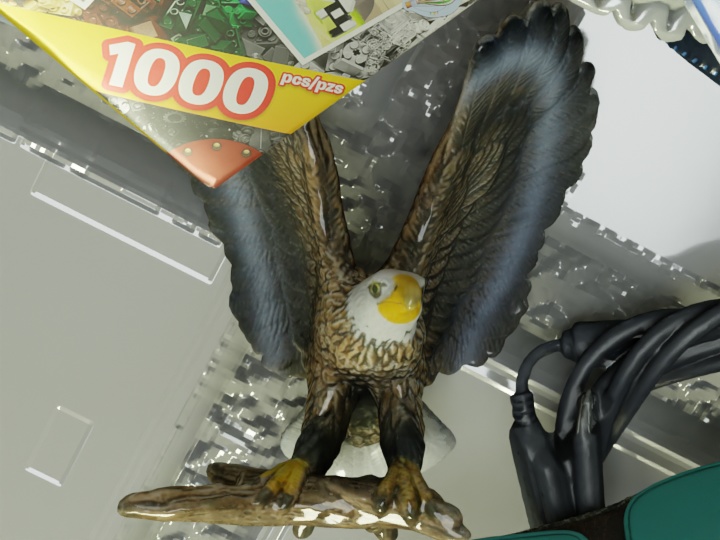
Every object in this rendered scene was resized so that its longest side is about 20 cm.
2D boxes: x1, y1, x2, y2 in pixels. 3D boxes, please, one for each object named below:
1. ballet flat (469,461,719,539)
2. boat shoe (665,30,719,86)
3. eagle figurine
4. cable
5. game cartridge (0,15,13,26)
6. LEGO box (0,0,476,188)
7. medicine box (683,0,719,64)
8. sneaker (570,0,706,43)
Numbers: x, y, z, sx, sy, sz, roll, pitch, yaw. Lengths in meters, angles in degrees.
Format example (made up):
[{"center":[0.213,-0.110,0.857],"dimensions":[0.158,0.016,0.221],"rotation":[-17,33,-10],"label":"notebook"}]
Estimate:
[{"center":[0.103,0.125,0.860],"dimensions":[0.198,0.068,0.076],"rotation":[-16,131,10],"label":"ballet flat"},{"center":[0.191,-0.037,0.829],"dimensions":[0.199,0.084,0.069],"rotation":[31,113,-7],"label":"boat shoe"},{"center":[0.004,-0.001,0.834],"dimensions":[0.151,0.150,0.202],"rotation":[13,76,-43],"label":"eagle figurine"},{"center":[0.151,0.103,0.907],"dimensions":[0.162,0.051,0.202],"rotation":[-15,107,2],"label":"cable"},{"center":[-0.109,-0.189,0.792],"dimensions":[0.132,0.041,0.201],"rotation":[23,108,1],"label":"game cartridge"},{"center":[-0.059,-0.142,0.688],"dimensions":[0.148,0.078,0.200],"rotation":[-34,127,23],"label":"LEGO box"},{"center":[0.230,-0.079,0.673],"dimensions":[0.199,0.103,0.183],"rotation":[-16,126,32],"label":"medicine box"},{"center":[0.149,-0.129,0.773],"dimensions":[0.198,0.075,0.082],"rotation":[-4,133,-20],"label":"sneaker"}]
